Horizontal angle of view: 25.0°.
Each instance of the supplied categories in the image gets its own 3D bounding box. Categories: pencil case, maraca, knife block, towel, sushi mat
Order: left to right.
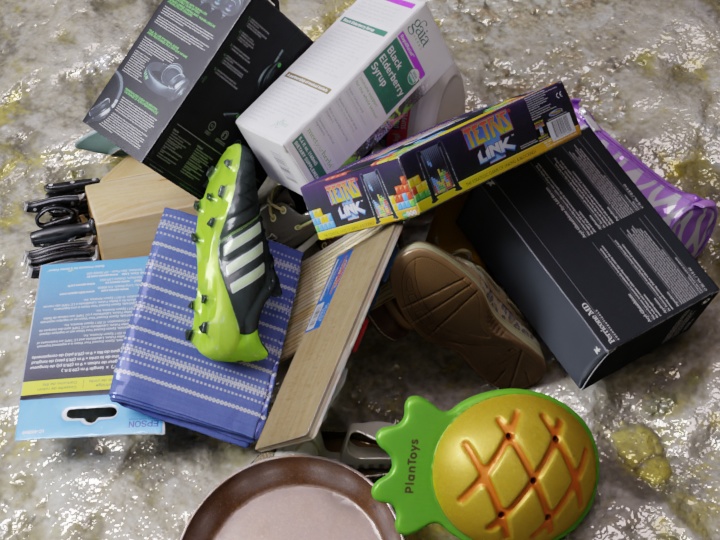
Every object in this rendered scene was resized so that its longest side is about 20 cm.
[{"bbox_3d":[-0.233,-0.039,1.615,0.199,0.064,0.176,18,45,23],"label":"knife block"},{"bbox_3d":[-0.139,0.051,1.488,0.144,0.024,0.201,18,63,-10],"label":"towel"},{"bbox_3d":[-0.041,0.024,1.520,0.199,0.012,0.096,-31,46,22],"label":"sushi mat"},{"bbox_3d":[0.106,0.166,1.353,0.199,0.107,0.138,5,88,-15],"label":"maraca"},{"bbox_3d":[0.255,-0.084,1.573,0.084,0.086,0.200,-6,40,-45],"label":"pencil case"}]

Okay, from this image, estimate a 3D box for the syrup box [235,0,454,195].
[{"bbox_3d":[-0.012,-0.167,1.511,0.200,0.079,0.081,-46,43,-16],"label":"syrup box"}]

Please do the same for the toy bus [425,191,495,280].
[{"bbox_3d":[0.115,-0.064,1.585,0.065,0.079,0.201,9,53,17],"label":"toy bus"}]

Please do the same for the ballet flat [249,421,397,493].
[{"bbox_3d":[-0.010,0.159,1.420,0.198,0.076,0.068,-3,50,8],"label":"ballet flat"}]

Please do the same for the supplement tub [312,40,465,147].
[{"bbox_3d":[-0.004,-0.157,1.644,0.199,0.141,0.141,9,52,17],"label":"supplement tub"}]

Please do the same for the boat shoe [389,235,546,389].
[{"bbox_3d":[0.092,0.033,1.445,0.073,0.200,0.063,-28,39,21],"label":"boat shoe"}]

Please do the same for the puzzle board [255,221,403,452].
[{"bbox_3d":[-0.026,0.062,1.412,0.017,0.151,0.201,28,71,-13],"label":"puzzle board"}]

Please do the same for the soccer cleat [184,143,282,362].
[{"bbox_3d":[-0.110,-0.014,1.476,0.081,0.067,0.201,13,74,-32],"label":"soccer cleat"}]

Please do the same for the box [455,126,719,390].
[{"bbox_3d":[0.204,-0.013,1.476,0.141,0.079,0.200,-24,68,-29],"label":"box"}]

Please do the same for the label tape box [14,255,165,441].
[{"bbox_3d":[-0.239,0.085,1.533,0.142,0.066,0.201,-4,54,7],"label":"label tape box"}]

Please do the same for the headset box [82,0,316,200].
[{"bbox_3d":[-0.132,-0.173,1.520,0.093,0.174,0.201,34,91,31],"label":"headset box"}]

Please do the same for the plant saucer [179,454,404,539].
[{"bbox_3d":[-0.057,0.253,1.357,0.199,0.035,0.201,-4,63,7],"label":"plant saucer"}]

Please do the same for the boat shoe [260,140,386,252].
[{"bbox_3d":[-0.054,-0.063,1.557,0.201,0.060,0.072,-27,43,16],"label":"boat shoe"}]

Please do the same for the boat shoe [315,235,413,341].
[{"bbox_3d":[0.000,0.000,1.564,0.070,0.070,0.201,-36,42,14],"label":"boat shoe"}]

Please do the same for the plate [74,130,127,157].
[{"bbox_3d":[-0.197,-0.150,1.674,0.199,0.200,0.026,-18,91,-5],"label":"plate"}]

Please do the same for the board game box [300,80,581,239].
[{"bbox_3d":[0.070,-0.098,1.443,0.199,0.057,0.165,-27,9,-33],"label":"board game box"}]
